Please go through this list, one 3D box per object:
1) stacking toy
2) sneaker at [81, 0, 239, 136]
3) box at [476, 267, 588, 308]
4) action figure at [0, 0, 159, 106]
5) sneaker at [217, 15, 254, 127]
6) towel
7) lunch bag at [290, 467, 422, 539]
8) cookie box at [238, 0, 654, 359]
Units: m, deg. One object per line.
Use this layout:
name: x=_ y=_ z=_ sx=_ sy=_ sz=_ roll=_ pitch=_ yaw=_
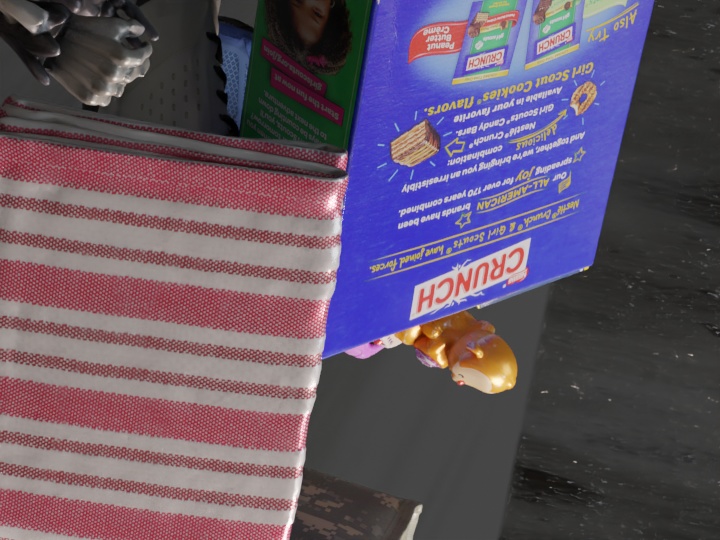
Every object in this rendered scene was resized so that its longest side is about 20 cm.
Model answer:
stacking toy: x=0.000 y=0.000 z=1.184 sx=0.110 sy=0.200 sz=0.116 roll=-47 pitch=160 yaw=-11
sneaker: x=-0.083 y=-0.070 z=1.048 sx=0.074 sy=0.080 sz=0.200 roll=61 pitch=42 yaw=-72
box: x=0.071 y=-0.083 z=1.146 sx=0.064 sy=0.070 sz=0.200 roll=52 pitch=-27 yaw=45
action figure: x=-0.101 y=-0.127 z=0.811 sx=0.119 sy=0.102 sz=0.200 roll=-65 pitch=172 yaw=3
sneaker: x=-0.083 y=-0.022 z=1.108 sx=0.089 sy=0.078 sz=0.200 roll=-6 pitch=109 yaw=-82
towel: x=-0.088 y=0.031 z=0.969 sx=0.030 sy=0.146 sz=0.200 roll=-84 pitch=-177 yaw=-66
lunch bag: x=-0.070 y=0.203 z=1.234 sx=0.118 sy=0.164 sz=0.200 roll=-44 pitch=148 yaw=-65
cookie box: x=0.036 y=-0.079 z=1.008 sx=0.171 sy=0.075 sz=0.200 roll=-18 pitch=132 yaw=-36
